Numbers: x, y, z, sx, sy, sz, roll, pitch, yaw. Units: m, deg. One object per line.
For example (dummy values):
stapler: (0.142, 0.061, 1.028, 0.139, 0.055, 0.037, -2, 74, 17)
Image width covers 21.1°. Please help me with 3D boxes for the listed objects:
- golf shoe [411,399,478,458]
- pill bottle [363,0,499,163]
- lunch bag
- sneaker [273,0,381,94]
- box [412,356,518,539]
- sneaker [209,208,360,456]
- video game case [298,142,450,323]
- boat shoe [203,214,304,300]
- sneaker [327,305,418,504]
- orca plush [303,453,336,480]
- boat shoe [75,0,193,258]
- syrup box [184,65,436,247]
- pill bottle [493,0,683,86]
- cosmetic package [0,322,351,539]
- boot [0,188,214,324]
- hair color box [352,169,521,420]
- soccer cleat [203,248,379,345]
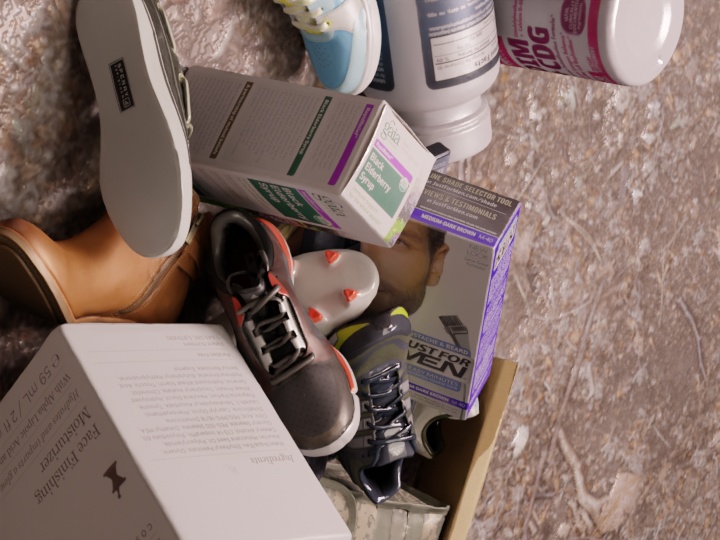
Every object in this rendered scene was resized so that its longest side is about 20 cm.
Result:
golf shoe: (0.078, 0.074, 1.643, 0.078, 0.097, 0.201, -23, 151, -47)
pill bottle: (0.051, -0.195, 1.569, 0.119, 0.119, 0.201, -33, 125, -39)
lunch bag: (-0.043, 0.243, 1.605, 0.199, 0.117, 0.165, 15, 94, -43)
sneaker: (-0.058, -0.216, 1.470, 0.130, 0.079, 0.201, -30, 114, -42)
box: (0.082, 0.171, 1.708, 0.021, 0.163, 0.201, 19, 87, -12)
sneaker: (-0.068, 0.043, 1.405, 0.077, 0.201, 0.082, -29, 158, 4)
video game case: (0.000, 0.000, 1.567, 0.142, 0.019, 0.201, -26, 142, -37)
boat shoe: (-0.047, -0.041, 1.547, 0.200, 0.072, 0.068, -38, 137, -26)
sneaker: (0.017, 0.104, 1.505, 0.073, 0.081, 0.201, -21, 145, -18)
orca plush: (-0.061, 0.111, 1.488, 0.200, 0.105, 0.072, -75, -176, -77)
boat shoe: (-0.146, -0.108, 1.366, 0.064, 0.070, 0.201, 1, 77, -60)
syrup box: (-0.053, -0.085, 1.419, 0.079, 0.199, 0.082, 43, 69, -48)
pill bottle: (0.159, -0.223, 1.623, 0.113, 0.199, 0.114, -18, 115, -45)
cosmetic package: (-0.148, 0.164, 1.346, 0.164, 0.200, 0.165, 3, 135, -50)
boot: (-0.183, -0.022, 1.391, 0.155, 0.073, 0.200, -58, 148, -19)
hair color box: (0.055, 0.017, 1.519, 0.201, 0.109, 0.065, 96, 20, -44)
soccer cleat: (-0.072, 0.047, 1.494, 0.199, 0.070, 0.078, -30, 155, 6)
